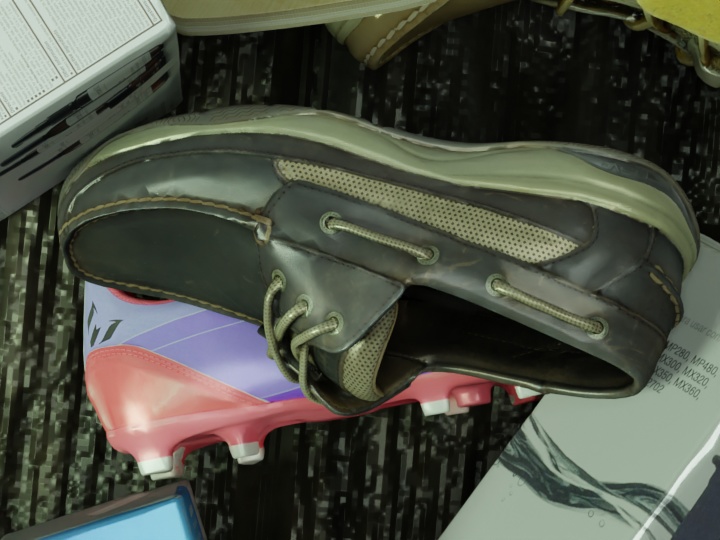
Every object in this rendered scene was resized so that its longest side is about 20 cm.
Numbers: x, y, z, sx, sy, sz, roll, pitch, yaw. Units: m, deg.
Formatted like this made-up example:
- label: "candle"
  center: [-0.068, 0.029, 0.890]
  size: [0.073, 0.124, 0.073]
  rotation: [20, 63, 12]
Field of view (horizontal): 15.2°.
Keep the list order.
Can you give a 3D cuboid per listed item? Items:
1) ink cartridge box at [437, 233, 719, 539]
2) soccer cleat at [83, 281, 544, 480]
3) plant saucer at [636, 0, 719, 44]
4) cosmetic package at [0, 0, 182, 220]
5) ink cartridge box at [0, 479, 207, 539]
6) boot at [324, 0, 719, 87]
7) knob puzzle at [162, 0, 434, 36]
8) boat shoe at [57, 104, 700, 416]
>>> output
- label: "ink cartridge box"
  center: [0.103, 0.111, 0.844]
  size: [0.145, 0.084, 0.200]
  rotation: [39, 86, -31]
- label: "soccer cleat"
  center: [0.007, 0.014, 0.879]
  size: [0.199, 0.067, 0.077]
  rotation: [-13, 85, -1]
- label: "plant saucer"
  center: [0.190, -0.145, 0.844]
  size: [0.199, 0.048, 0.201]
  rotation: [21, 72, -25]
- label: "cosmetic package"
  center: [-0.098, -0.057, 0.804]
  size: [0.082, 0.200, 0.051]
  rotation: [-31, 90, -3]
- label: "ink cartridge box"
  center: [-0.056, 0.172, 0.842]
  size: [0.067, 0.116, 0.201]
  rotation: [-17, 89, -3]
- label: "boot"
  center: [0.104, -0.079, 0.884]
  size: [0.199, 0.073, 0.156]
  rotation: [-31, 92, -7]
- label: "knob puzzle"
  center: [-0.003, -0.149, 0.852]
  size: [0.218, 0.030, 0.221]
  rotation: [-5, 61, 9]
- label: "boat shoe"
  center: [0.000, 0.000, 0.812]
  size: [0.199, 0.075, 0.074]
  rotation: [3, 58, 13]
